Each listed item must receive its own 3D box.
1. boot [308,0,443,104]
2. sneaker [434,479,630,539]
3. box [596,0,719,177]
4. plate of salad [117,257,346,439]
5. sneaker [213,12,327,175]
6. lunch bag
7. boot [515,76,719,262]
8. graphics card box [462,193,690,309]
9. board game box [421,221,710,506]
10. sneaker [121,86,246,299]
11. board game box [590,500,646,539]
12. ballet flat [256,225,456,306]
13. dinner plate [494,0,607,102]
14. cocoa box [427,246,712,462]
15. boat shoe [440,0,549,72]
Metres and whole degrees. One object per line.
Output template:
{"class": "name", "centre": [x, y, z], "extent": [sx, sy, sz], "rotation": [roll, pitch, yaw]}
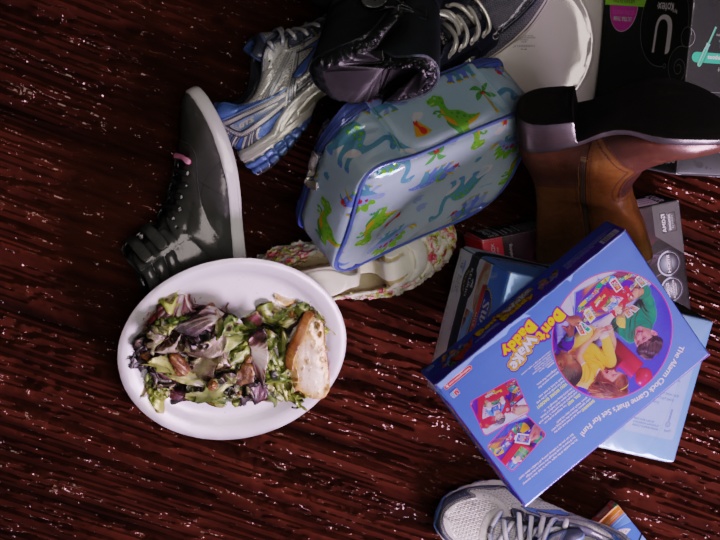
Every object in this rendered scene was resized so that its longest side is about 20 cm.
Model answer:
{"class": "boot", "centre": [-0.023, -0.217, 1.608], "extent": [0.198, 0.169, 0.077], "rotation": [9, 137, 6]}
{"class": "sneaker", "centre": [0.166, 0.242, 1.787], "extent": [0.198, 0.085, 0.078], "rotation": [14, 87, -6]}
{"class": "box", "centre": [0.298, -0.188, 1.736], "extent": [0.123, 0.148, 0.202], "rotation": [0, 99, -25]}
{"class": "plate of salad", "centre": [-0.108, 0.076, 1.684], "extent": [0.198, 0.048, 0.202], "rotation": [-6, 129, -7]}
{"class": "sneaker", "centre": [-0.052, -0.182, 1.683], "extent": [0.085, 0.077, 0.200], "rotation": [40, 84, -11]}
{"class": "lunch bag", "centre": [0.044, -0.088, 1.666], "extent": [0.199, 0.161, 0.083], "rotation": [-24, 62, -29]}
{"class": "boot", "centre": [0.228, -0.066, 1.651], "extent": [0.186, 0.069, 0.201], "rotation": [-4, 140, 11]}
{"class": "graphics card box", "centre": [0.200, 0.010, 1.796], "extent": [0.198, 0.051, 0.127], "rotation": [-11, 102, -15]}
{"class": "board game box", "centre": [0.168, 0.076, 1.610], "extent": [0.199, 0.045, 0.135], "rotation": [-38, 107, -5]}
{"class": "sneaker", "centre": [-0.156, -0.051, 1.672], "extent": [0.098, 0.071, 0.202], "rotation": [-12, 106, -19]}
{"class": "board game box", "centre": [0.198, 0.323, 1.859], "extent": [0.200, 0.019, 0.103], "rotation": [-42, 108, -6]}
{"class": "ballet flat", "centre": [0.000, 0.000, 1.730], "extent": [0.198, 0.064, 0.076], "rotation": [-15, 108, -14]}
{"class": "dinner plate", "centre": [0.145, -0.204, 1.762], "extent": [0.198, 0.024, 0.203], "rotation": [-2, 98, -16]}
{"class": "cocoa box", "centre": [0.180, 0.072, 1.705], "extent": [0.198, 0.131, 0.135], "rotation": [13, 97, -17]}
{"class": "boat shoe", "centre": [0.085, -0.205, 1.686], "extent": [0.199, 0.093, 0.075], "rotation": [-39, 91, 4]}
